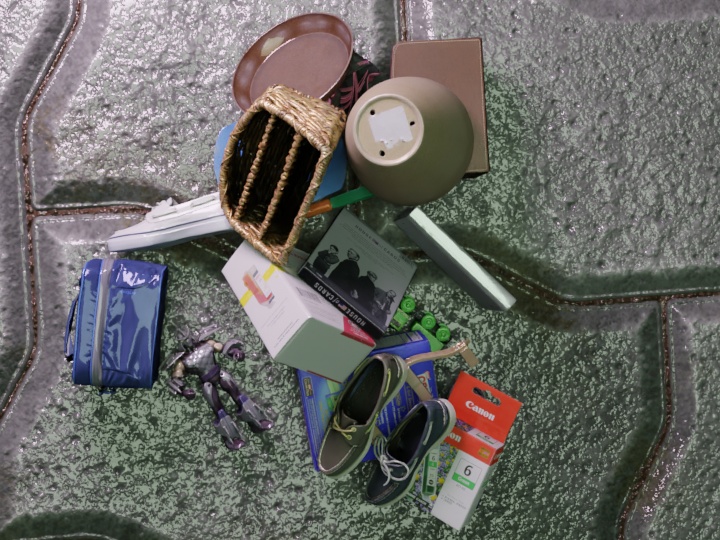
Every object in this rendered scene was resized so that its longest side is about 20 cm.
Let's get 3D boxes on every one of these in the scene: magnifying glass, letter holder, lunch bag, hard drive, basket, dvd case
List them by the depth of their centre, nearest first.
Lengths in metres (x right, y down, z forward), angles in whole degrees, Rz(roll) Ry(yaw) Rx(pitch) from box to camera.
[{"bbox_3d":[-0.122,-0.138,1.402,0.142,0.149,0.200,23,121,-5],"label":"basket"},{"bbox_3d":[-0.354,0.082,1.475,0.132,0.136,0.201,6,91,-7],"label":"lunch bag"},{"bbox_3d":[0.000,0.000,1.501,0.150,0.200,0.025,39,122,-6],"label":"dvd case"},{"bbox_3d":[0.138,-0.017,1.538,0.200,0.132,0.026,44,84,-5],"label":"hard drive"},{"bbox_3d":[0.111,-0.239,1.552,0.142,0.101,0.201,-4,91,-5],"label":"letter holder"},{"bbox_3d":[-0.024,-0.108,1.553,0.199,0.080,0.022,-20,91,4],"label":"magnifying glass"}]

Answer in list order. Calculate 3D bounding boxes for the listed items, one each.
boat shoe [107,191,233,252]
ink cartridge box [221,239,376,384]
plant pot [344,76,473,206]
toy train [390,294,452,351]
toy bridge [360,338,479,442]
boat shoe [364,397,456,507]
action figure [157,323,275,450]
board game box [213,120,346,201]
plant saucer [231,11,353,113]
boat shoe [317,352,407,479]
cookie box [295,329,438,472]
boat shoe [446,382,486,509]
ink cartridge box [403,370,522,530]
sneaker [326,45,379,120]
[{"bbox_3d":[-0.277,-0.073,1.513,0.199,0.074,0.067,-11,87,0],"label":"boat shoe"},{"bbox_3d":[-0.090,0.051,1.453,0.145,0.200,0.083,25,111,-45],"label":"ink cartridge box"},{"bbox_3d":[0.054,-0.185,1.400,0.187,0.200,0.188,0,92,11],"label":"plant pot"},{"bbox_3d":[0.054,0.057,1.576,0.200,0.042,0.056,39,96,-6],"label":"toy train"},{"bbox_3d":[0.079,0.161,1.488,0.200,0.027,0.067,-38,105,1],"label":"toy bridge"},{"bbox_3d":[0.059,0.262,1.463,0.062,0.075,0.200,11,127,-45],"label":"boat shoe"},{"bbox_3d":[-0.214,0.165,1.523,0.130,0.069,0.200,-36,100,-18],"label":"action figure"},{"bbox_3d":[-0.124,-0.164,1.554,0.200,0.039,0.158,-26,89,-12],"label":"board game box"},{"bbox_3d":[-0.095,-0.293,1.507,0.200,0.200,0.034,-45,139,-5],"label":"plant saucer"},{"bbox_3d":[-0.008,0.204,1.451,0.072,0.060,0.202,34,96,28],"label":"boat shoe"},{"bbox_3d":[0.013,0.194,1.537,0.199,0.075,0.172,-10,104,-6],"label":"cookie box"},{"bbox_3d":[0.165,0.268,1.562,0.074,0.093,0.201,4,90,-7],"label":"boat shoe"},{"bbox_3d":[0.143,0.259,1.484,0.109,0.050,0.200,27,101,21],"label":"ink cartridge box"},{"bbox_3d":[-0.025,-0.245,1.533,0.095,0.079,0.200,28,67,-22],"label":"sneaker"}]
